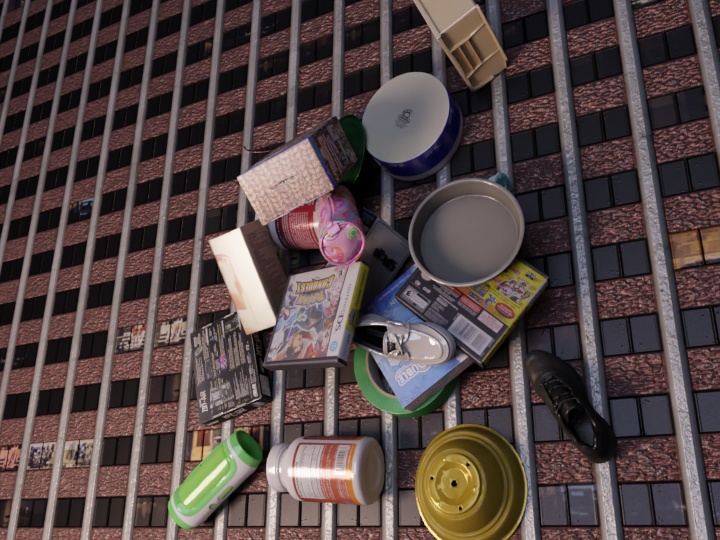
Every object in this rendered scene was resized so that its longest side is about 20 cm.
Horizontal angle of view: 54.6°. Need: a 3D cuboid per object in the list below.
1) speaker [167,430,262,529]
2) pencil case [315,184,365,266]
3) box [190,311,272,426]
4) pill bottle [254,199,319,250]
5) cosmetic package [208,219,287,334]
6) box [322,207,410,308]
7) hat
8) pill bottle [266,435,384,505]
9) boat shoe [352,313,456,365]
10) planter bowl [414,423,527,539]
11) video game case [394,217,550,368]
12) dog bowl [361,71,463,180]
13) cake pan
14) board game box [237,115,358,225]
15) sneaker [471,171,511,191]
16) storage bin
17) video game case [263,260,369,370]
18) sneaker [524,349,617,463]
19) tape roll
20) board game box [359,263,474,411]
[{"bbox_3d":[-0.282,0.406,1.353,0.200,0.088,0.089,-45,57,7],"label":"speaker"},{"bbox_3d":[-0.040,-0.086,1.238,0.087,0.088,0.201,-37,25,12],"label":"pencil case"},{"bbox_3d":[-0.272,0.199,1.448,0.158,0.043,0.204,-25,62,19],"label":"box"},{"bbox_3d":[-0.115,-0.101,1.428,0.196,0.113,0.116,-2,71,28],"label":"pill bottle"},{"bbox_3d":[-0.212,0.011,1.395,0.086,0.103,0.204,-17,97,24],"label":"cosmetic package"},{"bbox_3d":[0.000,0.000,1.322,0.202,0.116,0.060,-56,38,1],"label":"box"},{"bbox_3d":[-0.111,-0.238,1.409,0.200,0.173,0.169,-48,46,42],"label":"hat"},{"bbox_3d":[-0.064,0.351,1.235,0.196,0.112,0.115,-6,69,28],"label":"pill bottle"},{"bbox_3d":[0.061,0.115,1.154,0.197,0.065,0.074,16,109,33],"label":"boat shoe"},{"bbox_3d":[0.163,0.346,1.126,0.196,0.083,0.205,-10,67,25],"label":"planter bowl"},{"bbox_3d":[0.184,0.032,1.164,0.199,0.026,0.181,37,82,31],"label":"video game case"},{"bbox_3d":[0.102,-0.289,1.397,0.196,0.079,0.205,-10,68,26],"label":"dog bowl"},{"bbox_3d":[0.179,-0.060,1.173,0.195,0.037,0.205,-9,62,17],"label":"cake pan"},{"bbox_3d":[-0.111,-0.190,1.297,0.157,0.201,0.098,-24,106,21],"label":"board game box"},{"bbox_3d":[0.205,-0.085,1.280,0.090,0.077,0.204,14,76,49],"label":"sneaker"},{"bbox_3d":[0.182,-0.485,1.352,0.093,0.198,0.203,-33,59,15],"label":"storage bin"},{"bbox_3d":[-0.079,0.081,1.223,0.197,0.025,0.185,-11,57,44],"label":"video game case"},{"bbox_3d":[0.322,0.201,1.086,0.076,0.090,0.201,-42,56,11],"label":"sneaker"},{"bbox_3d":[0.084,0.160,1.259,0.196,0.048,0.205,-10,67,24],"label":"tape roll"},{"bbox_3d":[0.108,0.101,1.214,0.199,0.043,0.201,-40,59,10],"label":"board game box"}]
